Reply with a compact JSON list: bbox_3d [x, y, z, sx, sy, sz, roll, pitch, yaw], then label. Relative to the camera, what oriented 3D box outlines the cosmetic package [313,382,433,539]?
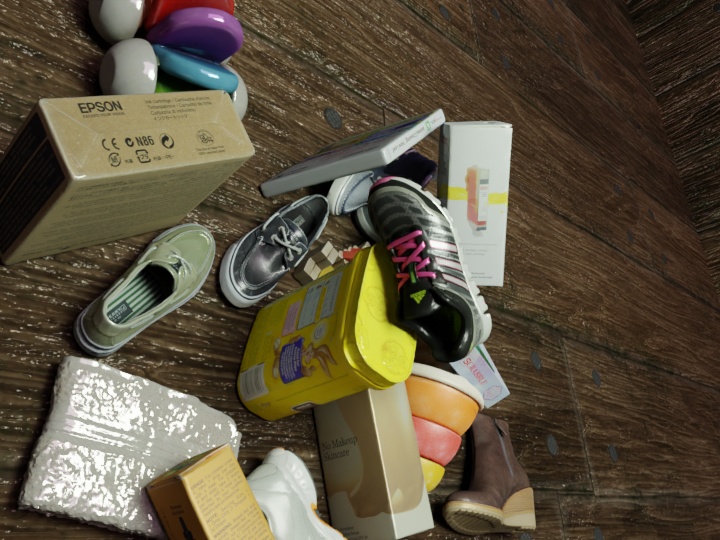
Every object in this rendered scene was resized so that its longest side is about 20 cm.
[{"bbox_3d":[0.009,0.208,0.780,0.070,0.104,0.204,7,64,-46],"label":"cosmetic package"}]

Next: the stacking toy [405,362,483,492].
[{"bbox_3d":[0.066,0.229,0.838,0.145,0.145,0.203,34,64,-32],"label":"stacking toy"}]

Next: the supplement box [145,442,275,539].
[{"bbox_3d":[-0.110,0.261,0.589,0.068,0.066,0.203,-28,92,-52],"label":"supplement box"}]

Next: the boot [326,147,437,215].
[{"bbox_3d":[0.035,-0.127,0.959,0.089,0.073,0.200,30,48,15],"label":"boot"}]

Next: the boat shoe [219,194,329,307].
[{"bbox_3d":[-0.097,-0.032,0.812,0.072,0.067,0.200,54,40,-12],"label":"boat shoe"}]

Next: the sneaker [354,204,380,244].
[{"bbox_3d":[0.095,-0.071,1.011,0.198,0.120,0.085,22,54,-39],"label":"sneaker"}]

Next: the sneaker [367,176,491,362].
[{"bbox_3d":[0.063,0.005,0.650,0.202,0.073,0.088,61,32,-12],"label":"sneaker"}]

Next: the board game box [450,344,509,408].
[{"bbox_3d":[0.113,0.058,0.904,0.200,0.041,0.202,49,13,-43],"label":"board game box"}]

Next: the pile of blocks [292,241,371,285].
[{"bbox_3d":[0.000,0.000,0.912,0.198,0.062,0.084,-7,76,-50],"label":"pile of blocks"}]

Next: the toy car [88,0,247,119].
[{"bbox_3d":[-0.196,-0.260,0.754,0.173,0.149,0.204,3,68,-48],"label":"toy car"}]

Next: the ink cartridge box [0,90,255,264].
[{"bbox_3d":[-0.224,-0.090,0.620,0.199,0.164,0.076,-23,85,-52],"label":"ink cartridge box"}]

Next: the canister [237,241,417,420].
[{"bbox_3d":[-0.038,0.072,0.720,0.086,0.198,0.151,37,46,-29],"label":"canister"}]

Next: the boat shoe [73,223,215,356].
[{"bbox_3d":[-0.201,0.012,0.673,0.072,0.062,0.201,51,39,-16],"label":"boat shoe"}]

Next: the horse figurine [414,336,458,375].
[{"bbox_3d":[0.107,0.125,0.951,0.200,0.050,0.133,47,16,-25],"label":"horse figurine"}]

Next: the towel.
[{"bbox_3d":[-0.199,0.173,0.614,0.199,0.034,0.135,31,49,-35],"label":"towel"}]

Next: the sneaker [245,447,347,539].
[{"bbox_3d":[-0.067,0.292,0.683,0.091,0.075,0.202,-30,86,-44],"label":"sneaker"}]

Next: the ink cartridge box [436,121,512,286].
[{"bbox_3d":[0.146,-0.095,0.894,0.145,0.082,0.204,-82,174,-76],"label":"ink cartridge box"}]

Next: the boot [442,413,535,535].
[{"bbox_3d":[0.173,0.291,0.972,0.198,0.072,0.169,23,42,-38],"label":"boot"}]

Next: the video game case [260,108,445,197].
[{"bbox_3d":[-0.008,-0.154,0.877,0.182,0.197,0.022,-43,117,-50],"label":"video game case"}]
